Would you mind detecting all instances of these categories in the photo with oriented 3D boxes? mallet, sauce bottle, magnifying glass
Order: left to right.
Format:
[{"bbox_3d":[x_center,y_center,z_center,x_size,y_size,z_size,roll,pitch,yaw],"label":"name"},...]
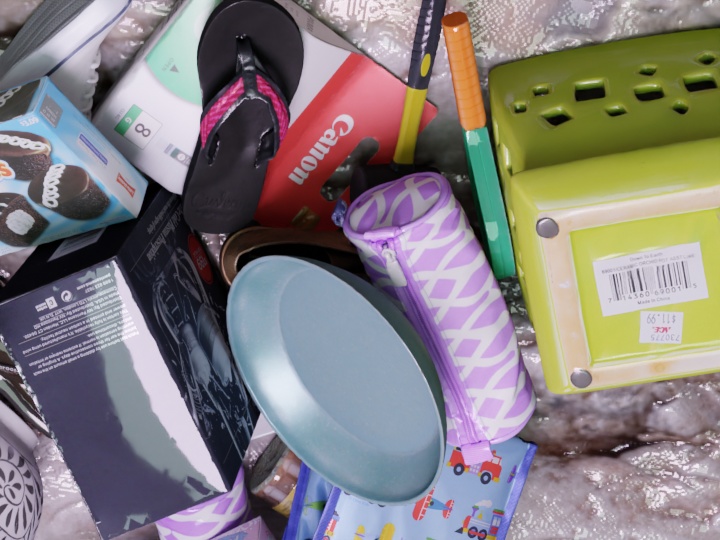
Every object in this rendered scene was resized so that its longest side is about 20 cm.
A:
[{"bbox_3d":[0.009,0.197,1.668,0.199,0.065,0.065,33,115,-16],"label":"sauce bottle"},{"bbox_3d":[0.030,-0.122,1.492,0.065,0.041,0.202,-7,124,-16],"label":"mallet"},{"bbox_3d":[0.084,-0.085,1.492,0.022,0.080,0.201,-14,119,2],"label":"magnifying glass"}]

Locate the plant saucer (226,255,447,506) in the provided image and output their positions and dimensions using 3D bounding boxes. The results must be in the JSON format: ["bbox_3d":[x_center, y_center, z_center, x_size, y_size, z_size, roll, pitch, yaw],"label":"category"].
[{"bbox_3d":[-0.009,0.069,1.465,0.199,0.036,0.201,30,139,30],"label":"plant saucer"}]

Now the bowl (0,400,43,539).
[{"bbox_3d":[-0.306,0.137,1.606,0.201,0.200,0.094,44,73,-19],"label":"bowl"}]

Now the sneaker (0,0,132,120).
[{"bbox_3d":[-0.214,-0.136,1.499,0.071,0.073,0.200,35,124,-25],"label":"sneaker"}]

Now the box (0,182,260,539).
[{"bbox_3d":[-0.157,0.057,1.504,0.103,0.200,0.183,-21,105,12],"label":"box"}]

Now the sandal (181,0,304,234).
[{"bbox_3d":[-0.081,-0.100,1.472,0.074,0.045,0.201,2,127,-14],"label":"sandal"}]

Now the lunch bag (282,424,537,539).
[{"bbox_3d":[0.025,0.201,1.577,0.150,0.094,0.202,21,77,-23],"label":"lunch bag"}]

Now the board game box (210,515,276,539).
[{"bbox_3d":[-0.113,0.312,1.629,0.199,0.043,0.200,-26,114,11],"label":"board game box"}]

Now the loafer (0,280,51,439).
[{"bbox_3d":[-0.239,0.064,1.597,0.199,0.073,0.071,35,116,-15],"label":"loafer"}]

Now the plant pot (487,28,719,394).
[{"bbox_3d":[0.197,-0.033,1.469,0.198,0.182,0.201,-8,118,8],"label":"plant pot"}]

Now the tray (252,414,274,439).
[{"bbox_3d":[-0.053,0.066,1.621,0.198,0.022,0.108,-18,117,11],"label":"tray"}]

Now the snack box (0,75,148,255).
[{"bbox_3d":[-0.260,-0.063,1.489,0.199,0.037,0.116,-14,135,34],"label":"snack box"}]

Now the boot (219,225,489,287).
[{"bbox_3d":[0.000,0.000,1.532,0.198,0.075,0.074,0,92,-9],"label":"boot"}]

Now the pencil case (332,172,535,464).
[{"bbox_3d":[0.057,0.029,1.479,0.083,0.086,0.201,-18,118,17],"label":"pencil case"}]

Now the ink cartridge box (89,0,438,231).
[{"bbox_3d":[-0.069,-0.107,1.515,0.199,0.050,0.161,36,114,-14],"label":"ink cartridge box"}]

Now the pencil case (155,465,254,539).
[{"bbox_3d":[-0.121,0.226,1.666,0.085,0.084,0.201,17,131,32],"label":"pencil case"}]
